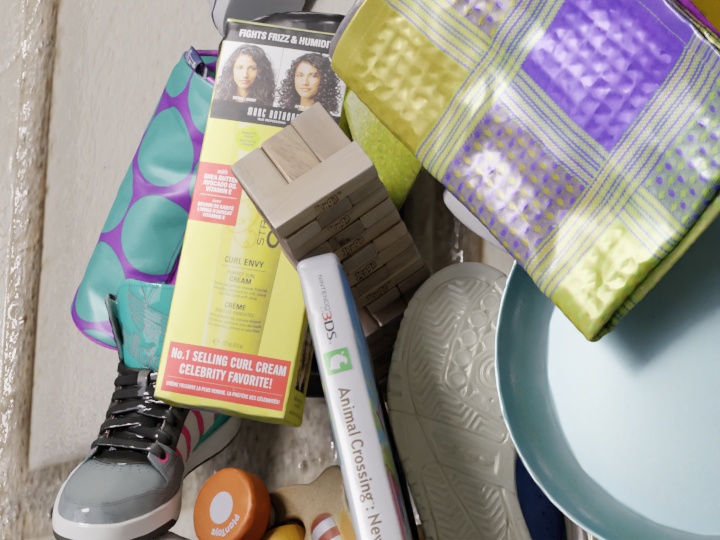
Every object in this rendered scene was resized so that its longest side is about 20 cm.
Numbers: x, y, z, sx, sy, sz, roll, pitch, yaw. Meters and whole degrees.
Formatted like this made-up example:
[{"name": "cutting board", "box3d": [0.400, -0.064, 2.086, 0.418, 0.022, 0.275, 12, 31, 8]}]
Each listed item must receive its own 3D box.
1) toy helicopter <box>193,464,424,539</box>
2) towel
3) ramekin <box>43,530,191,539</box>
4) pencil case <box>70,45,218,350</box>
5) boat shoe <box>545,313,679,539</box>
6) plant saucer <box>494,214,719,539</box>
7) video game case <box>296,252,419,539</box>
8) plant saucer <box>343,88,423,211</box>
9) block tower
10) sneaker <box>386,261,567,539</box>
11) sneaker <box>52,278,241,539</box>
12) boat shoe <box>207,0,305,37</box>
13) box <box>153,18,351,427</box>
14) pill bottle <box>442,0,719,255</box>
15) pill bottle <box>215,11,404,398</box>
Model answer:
[{"name": "toy helicopter", "box3d": [-0.002, 0.167, 1.030, 0.199, 0.079, 0.133, -16, 60, 36]}, {"name": "towel", "box3d": [0.078, -0.084, 0.846, 0.200, 0.023, 0.144, 49, 118, 21]}, {"name": "ramekin", "box3d": [-0.119, 0.238, 1.081, 0.202, 0.094, 0.203, 166, 90, -82]}, {"name": "pencil case", "box3d": [-0.109, -0.040, 1.215, 0.201, 0.085, 0.092, -64, 33, 19]}, {"name": "boat shoe", "box3d": [0.131, 0.106, 0.880, 0.074, 0.076, 0.201, -9, 74, 23]}, {"name": "plant saucer", "box3d": [0.156, 0.031, 0.834, 0.199, 0.027, 0.201, -8, 69, 21]}, {"name": "video game case", "box3d": [0.014, 0.119, 0.885, 0.022, 0.200, 0.183, -15, 56, 2]}, {"name": "plant saucer", "box3d": [0.050, -0.156, 0.973, 0.200, 0.048, 0.201, -74, 10, -60]}, {"name": "block tower", "box3d": [0.000, 0.000, 0.934, 0.054, 0.200, 0.058, -35, 56, -4]}, {"name": "sneaker", "box3d": [0.063, 0.103, 0.924, 0.076, 0.111, 0.201, -12, 72, 8]}, {"name": "sneaker", "box3d": [-0.119, 0.068, 1.107, 0.083, 0.200, 0.121, 6, 113, 15]}, {"name": "boat shoe", "box3d": [-0.041, -0.234, 1.197, 0.066, 0.072, 0.201, 55, 129, 44]}, {"name": "box", "box3d": [-0.051, -0.024, 1.004, 0.075, 0.050, 0.201, 10, 82, 9]}, {"name": "pill bottle", "box3d": [0.119, -0.103, 0.911, 0.111, 0.111, 0.201, 50, 120, 47]}, {"name": "pill bottle", "box3d": [-0.030, -0.034, 1.087, 0.112, 0.111, 0.201, -13, 71, 50]}]
